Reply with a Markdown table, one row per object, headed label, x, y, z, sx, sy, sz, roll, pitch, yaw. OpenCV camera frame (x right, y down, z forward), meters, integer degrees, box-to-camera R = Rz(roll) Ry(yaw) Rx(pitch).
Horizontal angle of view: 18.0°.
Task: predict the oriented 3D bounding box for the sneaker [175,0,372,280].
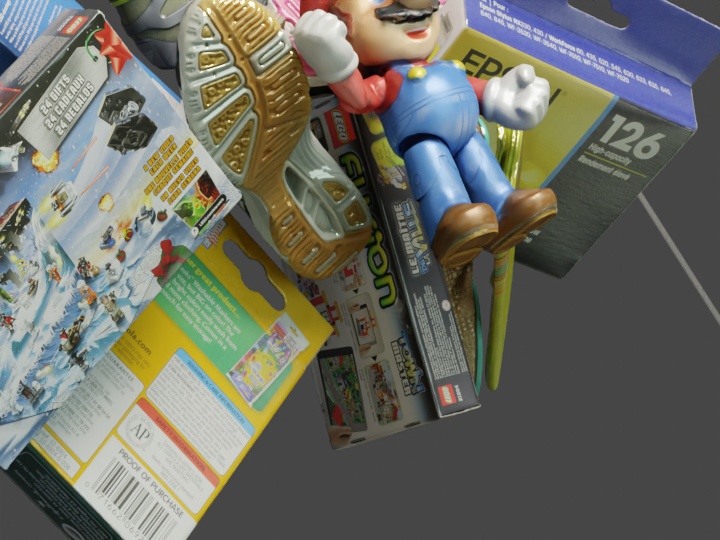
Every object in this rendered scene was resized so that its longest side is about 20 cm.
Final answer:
| label | x | y | z | sx | sy | sz | roll | pitch | yaw |
| --- | --- | --- | --- | --- | --- | --- | --- | --- | --- |
| sneaker | -0.066 | -0.081 | 1.290 | 0.075 | 0.088 | 0.201 | -34 | 131 | -12 |

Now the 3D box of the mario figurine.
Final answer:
| label | x | y | z | sx | sy | sz | roll | pitch | yaw |
| --- | --- | --- | --- | --- | --- | --- | --- | --- | --- |
| mario figurine | 0.038 | -0.109 | 1.265 | 0.201 | 0.106 | 0.123 | 60 | 9 | 12 |

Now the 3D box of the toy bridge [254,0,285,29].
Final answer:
| label | x | y | z | sx | sy | sz | roll | pitch | yaw |
| --- | --- | --- | --- | --- | --- | --- | --- | --- | --- |
| toy bridge | -0.036 | -0.204 | 1.352 | 0.067 | 0.027 | 0.200 | 30 | 50 | 5 |

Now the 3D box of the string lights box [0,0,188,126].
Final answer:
| label | x | y | z | sx | sy | sz | roll | pitch | yaw |
| --- | --- | --- | --- | --- | --- | --- | --- | --- | --- |
| string lights box | -0.178 | -0.107 | 1.271 | 0.200 | 0.059 | 0.103 | 43 | 26 | -20 |

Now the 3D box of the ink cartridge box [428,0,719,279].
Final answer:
| label | x | y | z | sx | sy | sz | roll | pitch | yaw |
| --- | --- | --- | --- | --- | --- | --- | --- | --- | --- |
| ink cartridge box | 0.111 | -0.099 | 1.437 | 0.197 | 0.200 | 0.047 | 20 | 36 | -31 |

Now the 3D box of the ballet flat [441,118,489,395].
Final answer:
| label | x | y | z | sx | sy | sz | roll | pitch | yaw |
| --- | --- | --- | --- | --- | --- | --- | --- | --- | --- |
| ballet flat | 0.041 | -0.004 | 1.406 | 0.065 | 0.071 | 0.201 | -9 | 114 | -19 |

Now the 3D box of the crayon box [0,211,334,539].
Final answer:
| label | x | y | z | sx | sy | sz | roll | pitch | yaw |
| --- | --- | --- | --- | --- | --- | --- | --- | --- | --- |
| crayon box | -0.116 | 0.064 | 1.299 | 0.126 | 0.051 | 0.200 | 48 | 54 | -17 |

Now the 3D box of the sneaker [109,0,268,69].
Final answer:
| label | x | y | z | sx | sy | sz | roll | pitch | yaw |
| --- | --- | --- | --- | --- | --- | --- | --- | --- | --- |
| sneaker | -0.075 | -0.182 | 1.400 | 0.199 | 0.074 | 0.081 | -27 | 100 | -32 |

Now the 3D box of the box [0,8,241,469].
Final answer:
| label | x | y | z | sx | sy | sz | roll | pitch | yaw |
| --- | --- | --- | --- | --- | --- | --- | --- | --- | --- |
| box | -0.168 | -0.018 | 1.174 | 0.200 | 0.040 | 0.137 | -50 | 123 | -21 |

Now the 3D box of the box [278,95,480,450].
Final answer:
| label | x | y | z | sx | sy | sz | roll | pitch | yaw |
| --- | --- | --- | --- | --- | --- | --- | --- | --- | --- |
| box | 0.000 | 0.000 | 1.371 | 0.035 | 0.110 | 0.201 | -12 | 85 | -39 |

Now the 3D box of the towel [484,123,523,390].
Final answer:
| label | x | y | z | sx | sy | sz | roll | pitch | yaw |
| --- | --- | --- | --- | --- | --- | --- | --- | --- | --- |
| towel | 0.085 | -0.009 | 1.402 | 0.018 | 0.200 | 0.087 | 8 | 60 | 6 |

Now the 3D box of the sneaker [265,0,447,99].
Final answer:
| label | x | y | z | sx | sy | sz | roll | pitch | yaw |
| --- | --- | --- | --- | --- | --- | --- | --- | --- | --- |
| sneaker | -0.016 | -0.137 | 1.404 | 0.074 | 0.088 | 0.200 | 44 | 38 | 6 |
